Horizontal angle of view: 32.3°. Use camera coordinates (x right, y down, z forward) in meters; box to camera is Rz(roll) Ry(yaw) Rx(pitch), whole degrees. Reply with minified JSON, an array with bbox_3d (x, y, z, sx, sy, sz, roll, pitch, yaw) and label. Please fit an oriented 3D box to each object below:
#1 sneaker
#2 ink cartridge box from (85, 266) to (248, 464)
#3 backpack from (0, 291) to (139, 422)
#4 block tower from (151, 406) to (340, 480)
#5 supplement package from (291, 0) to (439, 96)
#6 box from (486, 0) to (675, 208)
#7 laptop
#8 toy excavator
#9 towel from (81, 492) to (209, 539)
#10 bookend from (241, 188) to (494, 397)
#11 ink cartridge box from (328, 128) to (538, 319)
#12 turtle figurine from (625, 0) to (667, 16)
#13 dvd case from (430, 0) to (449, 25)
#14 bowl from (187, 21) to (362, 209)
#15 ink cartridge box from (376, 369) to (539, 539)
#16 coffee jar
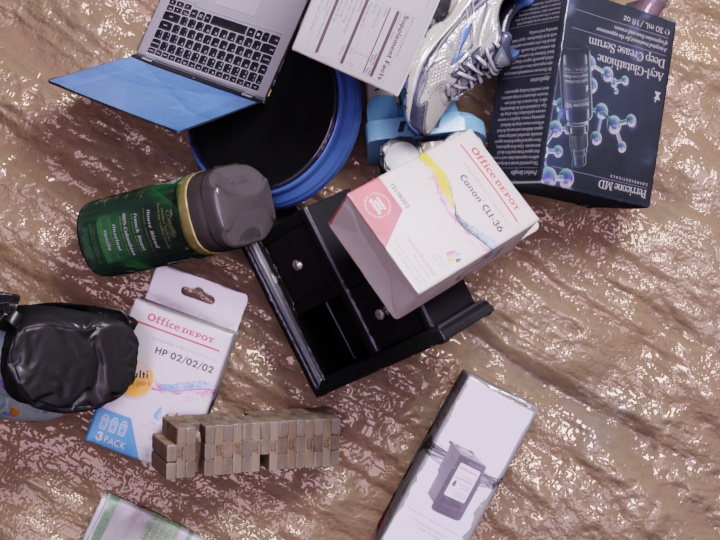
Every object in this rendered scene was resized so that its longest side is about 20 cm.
[{"bbox_3d":[0.111,-0.221,1.249,0.085,0.077,0.201,26,86,19],"label":"sneaker"},{"bbox_3d":[-0.205,0.103,1.332,0.114,0.068,0.201,19,89,-1],"label":"ink cartridge box"},{"bbox_3d":[-0.342,0.090,1.272,0.166,0.199,0.128,12,83,-45],"label":"backpack"},{"bbox_3d":[-0.114,0.178,1.296,0.199,0.058,0.054,-1,99,-27],"label":"block tower"},{"bbox_3d":[0.020,-0.279,1.205,0.110,0.200,0.157,22,110,-5],"label":"supplement package"},{"bbox_3d":[0.228,-0.175,1.296,0.147,0.107,0.202,9,89,-29],"label":"box"},{"bbox_3d":[-0.184,-0.241,1.280,0.186,0.116,0.201,23,88,29],"label":"laptop"},{"bbox_3d":[0.034,-0.177,1.339,0.193,0.100,0.202,-5,75,0],"label":"toy excavator"},{"bbox_3d":[-0.221,0.349,1.346,0.199,0.031,0.150,26,89,0],"label":"towel"},{"bbox_3d":[0.000,0.000,1.270,0.199,0.092,0.200,-26,90,43],"label":"bookend"},{"bbox_3d":[0.085,-0.055,1.189,0.199,0.068,0.117,-30,79,-29],"label":"ink cartridge box"},{"bbox_3d":[0.348,-0.371,1.337,0.150,0.101,0.200,44,94,0],"label":"turtle figurine"},{"bbox_3d":[0.057,-0.320,1.329,0.146,0.022,0.200,-41,110,3],"label":"dvd case"},{"bbox_3d":[-0.096,-0.167,1.313,0.199,0.039,0.202,-4,79,24],"label":"bowl"},{"bbox_3d":[0.098,0.208,1.294,0.083,0.145,0.201,28,89,3],"label":"ink cartridge box"},{"bbox_3d":[-0.189,-0.051,1.276,0.199,0.104,0.086,-11,94,34],"label":"coffee jar"}]
